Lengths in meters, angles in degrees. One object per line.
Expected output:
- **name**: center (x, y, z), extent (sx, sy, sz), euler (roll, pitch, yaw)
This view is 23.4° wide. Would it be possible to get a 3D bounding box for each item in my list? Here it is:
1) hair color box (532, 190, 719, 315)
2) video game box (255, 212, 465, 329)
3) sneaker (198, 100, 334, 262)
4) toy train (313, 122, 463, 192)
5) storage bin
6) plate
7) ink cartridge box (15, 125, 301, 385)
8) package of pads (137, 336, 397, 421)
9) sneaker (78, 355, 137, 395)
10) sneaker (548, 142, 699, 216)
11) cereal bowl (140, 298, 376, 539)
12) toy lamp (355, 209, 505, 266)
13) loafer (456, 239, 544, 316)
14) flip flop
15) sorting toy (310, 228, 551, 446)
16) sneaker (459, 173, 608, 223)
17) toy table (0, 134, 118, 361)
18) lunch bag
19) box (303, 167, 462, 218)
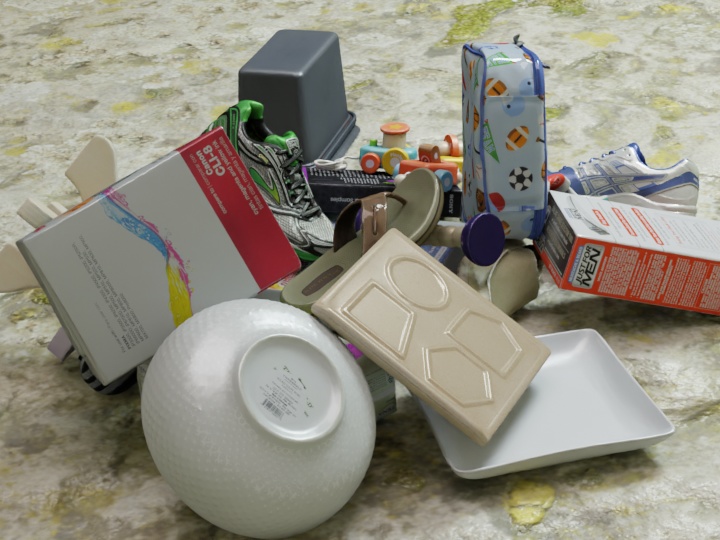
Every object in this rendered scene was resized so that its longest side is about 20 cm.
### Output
- **hair color box**: center (0.281, -0.015, 1.709), extent (0.199, 0.064, 0.111), euler (11, 24, -14)
- **video game box**: center (0.000, 0.000, 1.788), extent (0.182, 0.047, 0.200), euler (4, 27, 20)
- **sneaker**: center (-0.085, -0.089, 1.762), extent (0.200, 0.085, 0.078), euler (49, 27, 15)
- **toy train**: center (0.049, -0.127, 1.894), extent (0.150, 0.056, 0.200), euler (-5, 13, -42)
- **storage bin**: center (-0.091, -0.206, 2.115), extent (0.145, 0.135, 0.200), euler (5, 26, 16)
- **plate**: center (0.149, 0.122, 1.539), extent (0.199, 0.032, 0.200), euler (-9, 28, -12)
- **ink cartridge box**: center (-0.181, -0.012, 1.525), extent (0.200, 0.145, 0.145), euler (-32, 7, -12)
- **package of pads**: center (-0.089, 0.103, 1.561), extent (0.154, 0.068, 0.200), euler (-24, 30, -36)
- **sneaker**: center (-0.192, 0.028, 1.652), extent (0.200, 0.074, 0.088), euler (-40, 25, -5)
- **sneaker**: center (0.270, -0.097, 1.884), extent (0.199, 0.088, 0.075), euler (13, -3, 18)
- **cereal bowl**: center (-0.071, 0.109, 1.404), extent (0.200, 0.200, 0.083), euler (-25, -10, -37)
- **toy lamp**: center (0.053, -0.035, 1.710), extent (0.058, 0.058, 0.200), euler (-25, 21, -36)
- **loafer**: center (0.141, 0.009, 1.719), extent (0.068, 0.076, 0.200), euler (-2, 25, 16)
- **flip flop**: center (-0.001, -0.032, 1.649), extent (0.200, 0.058, 0.081), euler (-39, 32, -14)
- **sorting toy**: center (0.062, 0.058, 1.516), extent (0.185, 0.037, 0.200), euler (38, 30, 5)
- **sneaker**: center (0.189, -0.066, 1.843), extent (0.199, 0.094, 0.070), euler (21, 35, 40)
- **toy table**: center (-0.262, -0.026, 1.663), extent (0.200, 0.117, 0.184), euler (-50, 2, -11)
- **lunch bag**: center (0.141, -0.136, 1.743), extent (0.075, 0.201, 0.160), euler (-1, 13, -6)
- **box**: center (0.007, -0.086, 1.910), extent (0.199, 0.036, 0.143), euler (1, 10, -3)
